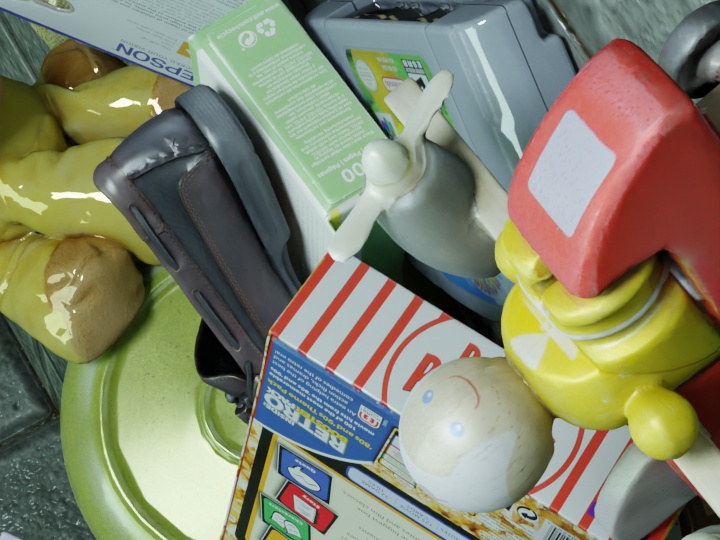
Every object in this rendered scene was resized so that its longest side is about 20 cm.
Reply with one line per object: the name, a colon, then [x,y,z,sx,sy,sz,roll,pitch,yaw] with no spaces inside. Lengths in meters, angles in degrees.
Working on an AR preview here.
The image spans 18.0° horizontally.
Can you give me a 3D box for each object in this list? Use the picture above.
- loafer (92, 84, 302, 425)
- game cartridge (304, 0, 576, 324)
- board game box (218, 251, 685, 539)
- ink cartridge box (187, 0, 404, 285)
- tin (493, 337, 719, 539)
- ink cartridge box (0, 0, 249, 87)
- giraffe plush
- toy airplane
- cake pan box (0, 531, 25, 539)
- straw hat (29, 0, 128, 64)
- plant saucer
loafer: [-0.054,0.016,0.943,0.072,0.063,0.200,45,160,51]
game cartridge: [0.043,-0.043,0.874,0.133,0.040,0.200,62,167,-15]
board game box: [0.028,0.092,0.853,0.151,0.046,0.200,32,151,8]
ink cartridge box: [0.000,0.000,0.946,0.200,0.048,0.146,53,165,20]
tin: [0.097,0.072,0.893,0.112,0.042,0.200,67,166,-4]
ink cartridge box: [-0.122,-0.160,0.930,0.196,0.043,0.200,22,159,-13]
giraffe plush: [-0.185,-0.064,1.045,0.200,0.173,0.162,-9,143,35]
toy airplane: [0.074,0.030,0.671,0.199,0.141,0.200,64,166,-11]
cake pan box: [-0.064,0.202,1.095,0.200,0.052,0.184,19,171,35]
straw hat: [-0.138,-0.153,1.213,0.201,0.085,0.201,56,165,24]
plant saucer: [-0.044,0.063,1.039,0.200,0.200,0.031,59,-179,14]
